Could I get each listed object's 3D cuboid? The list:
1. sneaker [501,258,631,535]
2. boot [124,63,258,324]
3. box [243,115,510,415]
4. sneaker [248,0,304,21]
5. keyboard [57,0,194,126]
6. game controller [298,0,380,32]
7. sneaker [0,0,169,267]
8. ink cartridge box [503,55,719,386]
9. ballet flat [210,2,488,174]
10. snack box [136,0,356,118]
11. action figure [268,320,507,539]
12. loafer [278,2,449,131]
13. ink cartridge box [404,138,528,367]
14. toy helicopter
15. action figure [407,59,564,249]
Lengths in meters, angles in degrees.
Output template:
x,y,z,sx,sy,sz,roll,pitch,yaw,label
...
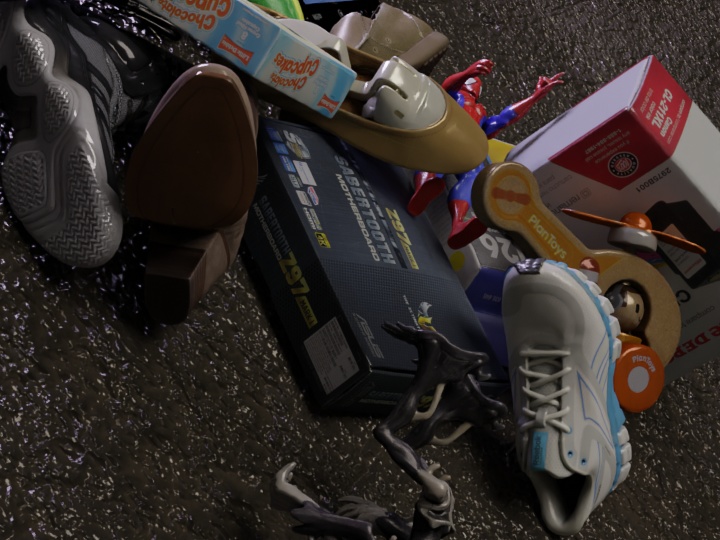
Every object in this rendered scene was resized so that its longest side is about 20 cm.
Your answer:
x,y,z,sx,sy,sz,roll,pitch,yaw,label
0.130,0.087,1.307,0.087,0.075,0.201,-54,135,-48,sneaker
-0.087,-0.071,1.156,0.070,0.201,0.147,17,40,-2,boot
0.000,0.000,1.313,0.157,0.051,0.201,11,48,-52,box
-0.119,-0.204,1.386,0.200,0.074,0.084,48,44,0,sneaker
-0.159,-0.150,1.309,0.199,0.021,0.128,26,37,-36,keyboard
-0.042,-0.224,1.507,0.104,0.042,0.200,51,23,7,game controller
-0.156,-0.087,1.181,0.113,0.075,0.201,7,49,-47,sneaker
0.213,-0.031,1.457,0.200,0.146,0.083,46,36,-14,ink cartridge box
-0.005,-0.121,1.327,0.199,0.063,0.069,20,55,0,ballet flat
-0.106,-0.169,1.254,0.200,0.037,0.116,35,6,24,snack box
0.011,0.138,1.127,0.201,0.102,0.119,-70,156,-15,action figure
-0.008,-0.139,1.447,0.067,0.076,0.200,40,33,9,loafer
0.125,-0.012,1.505,0.197,0.047,0.201,14,43,-46,ink cartridge box
0.152,-0.006,1.369,0.200,0.079,0.132,46,73,-23,toy helicopter
0.088,-0.104,1.426,0.065,0.099,0.200,41,25,-17,action figure
